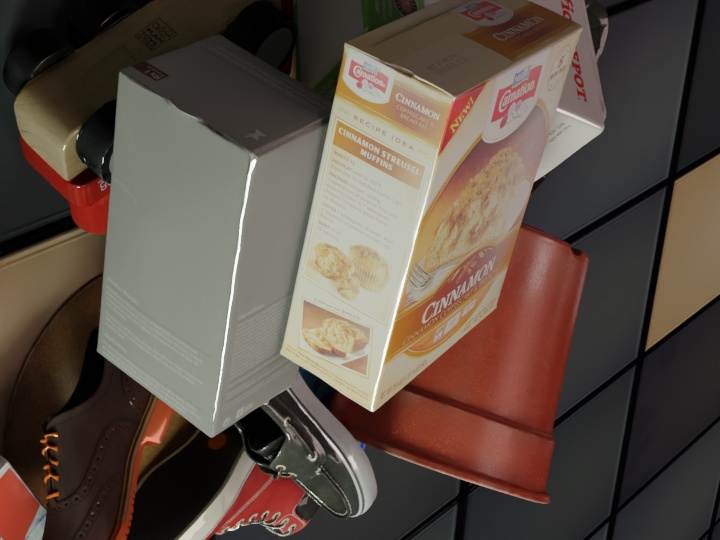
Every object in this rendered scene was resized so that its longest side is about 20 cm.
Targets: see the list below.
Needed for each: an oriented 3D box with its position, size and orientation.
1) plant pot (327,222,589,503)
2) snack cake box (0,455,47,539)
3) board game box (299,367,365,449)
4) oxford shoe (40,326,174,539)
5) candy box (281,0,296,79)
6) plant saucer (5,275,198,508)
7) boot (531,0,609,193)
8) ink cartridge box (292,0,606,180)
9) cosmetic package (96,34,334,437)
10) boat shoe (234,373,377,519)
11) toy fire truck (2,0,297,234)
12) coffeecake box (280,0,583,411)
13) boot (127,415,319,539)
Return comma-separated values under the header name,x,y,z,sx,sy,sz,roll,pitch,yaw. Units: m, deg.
name,x,y,z,sx,sy,sz,roll,pitch,yaw
plant pot,0.086,0.059,1.088,0.200,0.199,0.198,23,84,-57
snack cake box,-0.246,0.208,0.891,0.115,0.067,0.201,-48,143,-24
board game box,-0.026,0.091,1.151,0.152,0.045,0.202,37,78,-56
oxford shoe,-0.180,0.131,0.857,0.072,0.071,0.202,36,53,-27
candy box,-0.005,-0.174,1.012,0.199,0.055,0.117,-20,128,-47
plant saucer,-0.163,0.095,0.970,0.199,0.035,0.203,-33,135,-41
boot,0.138,-0.155,1.156,0.151,0.072,0.202,-93,-155,-67
ink cartridge box,0.057,-0.161,0.905,0.198,0.084,0.147,17,54,-31
cosmetic package,-0.084,-0.019,0.778,0.090,0.106,0.202,-28,143,-46
boat shoe,-0.058,0.110,0.942,0.057,0.068,0.201,-53,123,-33
toy fire truck,-0.119,-0.076,0.875,0.176,0.128,0.201,-40,158,-27
coffeecake box,0.040,-0.046,0.781,0.153,0.072,0.202,-34,145,-49
boot,-0.095,0.185,1.015,0.200,0.072,0.145,-50,138,-30
